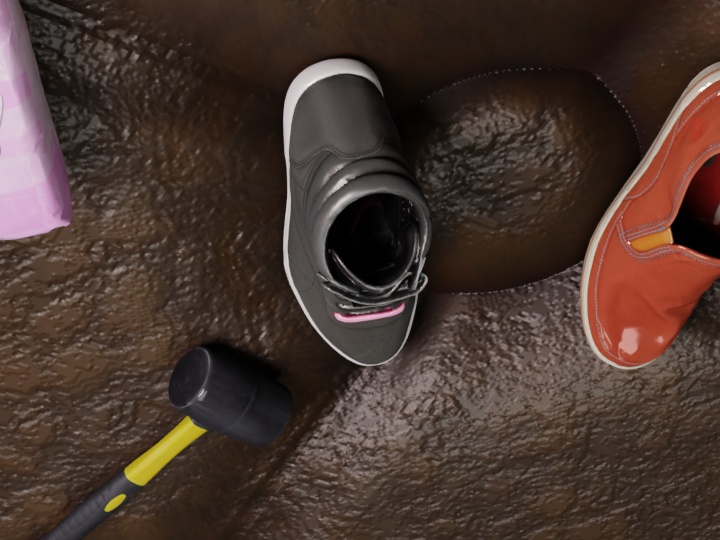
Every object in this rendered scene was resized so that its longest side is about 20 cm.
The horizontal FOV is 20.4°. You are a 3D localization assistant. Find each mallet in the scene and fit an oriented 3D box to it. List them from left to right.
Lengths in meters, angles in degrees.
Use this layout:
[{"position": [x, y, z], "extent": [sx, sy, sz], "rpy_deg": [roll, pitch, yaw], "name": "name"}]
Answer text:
[{"position": [-0.116, 0.117, 1.142], "extent": [0.066, 0.041, 0.200], "rpy_deg": [21, 129, -30], "name": "mallet"}]

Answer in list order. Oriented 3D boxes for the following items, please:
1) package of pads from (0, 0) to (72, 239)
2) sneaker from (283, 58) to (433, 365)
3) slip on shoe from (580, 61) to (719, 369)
[{"position": [-0.208, -0.096, 0.900], "extent": [0.120, 0.076, 0.200], "rpy_deg": [-12, 133, -4], "name": "package of pads"}, {"position": [0.000, 0.000, 1.013], "extent": [0.071, 0.099, 0.200], "rpy_deg": [-11, 134, -4], "name": "sneaker"}, {"position": [0.171, -0.018, 1.059], "extent": [0.074, 0.061, 0.200], "rpy_deg": [7, 131, -20], "name": "slip on shoe"}]
